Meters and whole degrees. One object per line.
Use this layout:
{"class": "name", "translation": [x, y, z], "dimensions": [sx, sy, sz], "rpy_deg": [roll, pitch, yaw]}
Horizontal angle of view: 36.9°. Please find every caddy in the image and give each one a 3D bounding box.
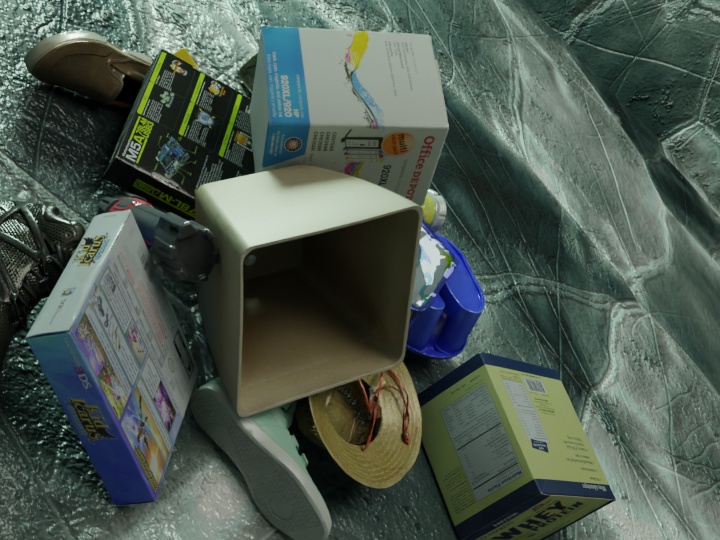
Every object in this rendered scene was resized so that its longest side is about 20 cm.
{"class": "caddy", "translation": [0.085, 0.036, 1.518], "dimensions": [0.141, 0.105, 0.201], "rpy_deg": [6, 41, -28]}

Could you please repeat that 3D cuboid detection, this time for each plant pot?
{"class": "plant pot", "translation": [-0.074, -0.003, 1.115], "dimensions": [0.199, 0.201, 0.177], "rpy_deg": [-15, 39, -28]}

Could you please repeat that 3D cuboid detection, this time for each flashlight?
{"class": "flashlight", "translation": [-0.206, -0.031, 1.084], "dimensions": [0.068, 0.068, 0.200], "rpy_deg": [21, 2, -38]}

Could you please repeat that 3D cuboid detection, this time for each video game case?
{"class": "video game case", "translation": [-0.217, 0.078, 0.983], "dimensions": [0.182, 0.045, 0.201], "rpy_deg": [-81, 159, -55]}

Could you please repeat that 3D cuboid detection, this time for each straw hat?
{"class": "straw hat", "translation": [-0.022, 0.163, 1.223], "dimensions": [0.201, 0.085, 0.202], "rpy_deg": [30, 48, -41]}

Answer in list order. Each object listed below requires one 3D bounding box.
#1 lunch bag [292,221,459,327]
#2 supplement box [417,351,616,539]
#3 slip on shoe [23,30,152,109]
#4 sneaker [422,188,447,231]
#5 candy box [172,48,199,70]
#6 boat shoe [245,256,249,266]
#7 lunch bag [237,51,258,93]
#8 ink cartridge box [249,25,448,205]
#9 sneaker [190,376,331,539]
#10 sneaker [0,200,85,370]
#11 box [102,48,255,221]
{"class": "lunch bag", "translation": [0.000, 0.000, 1.310], "dimensions": [0.170, 0.200, 0.127], "rpy_deg": [47, -6, -14]}
{"class": "supplement box", "translation": [0.199, 0.238, 1.421], "dimensions": [0.200, 0.134, 0.201], "rpy_deg": [16, 44, -48]}
{"class": "slip on shoe", "translation": [-0.306, -0.228, 1.274], "dimensions": [0.061, 0.076, 0.200], "rpy_deg": [58, 21, 16]}
{"class": "sneaker", "translation": [0.025, -0.111, 1.548], "dimensions": [0.199, 0.079, 0.090], "rpy_deg": [21, 16, 37]}
{"class": "candy box", "translation": [-0.183, -0.180, 1.387], "dimensions": [0.201, 0.026, 0.102], "rpy_deg": [58, -15, 12]}
{"class": "boat shoe", "translation": [-0.175, -0.063, 1.283], "dimensions": [0.074, 0.062, 0.201], "rpy_deg": [10, 51, -32]}
{"class": "lunch bag", "translation": [-0.059, -0.250, 1.604], "dimensions": [0.164, 0.118, 0.200], "rpy_deg": [-5, 57, -55]}
{"class": "ink cartridge box", "translation": [-0.017, -0.171, 1.224], "dimensions": [0.199, 0.148, 0.145], "rpy_deg": [0, 57, -12]}
{"class": "sneaker", "translation": [-0.077, 0.182, 1.133], "dimensions": [0.201, 0.074, 0.118], "rpy_deg": [52, 34, 5]}
{"class": "sneaker", "translation": [-0.300, 0.010, 0.962], "dimensions": [0.113, 0.076, 0.200], "rpy_deg": [-3, 44, -5]}
{"class": "box", "translation": [-0.181, -0.141, 1.259], "dimensions": [0.192, 0.048, 0.201], "rpy_deg": [26, 46, -18]}
